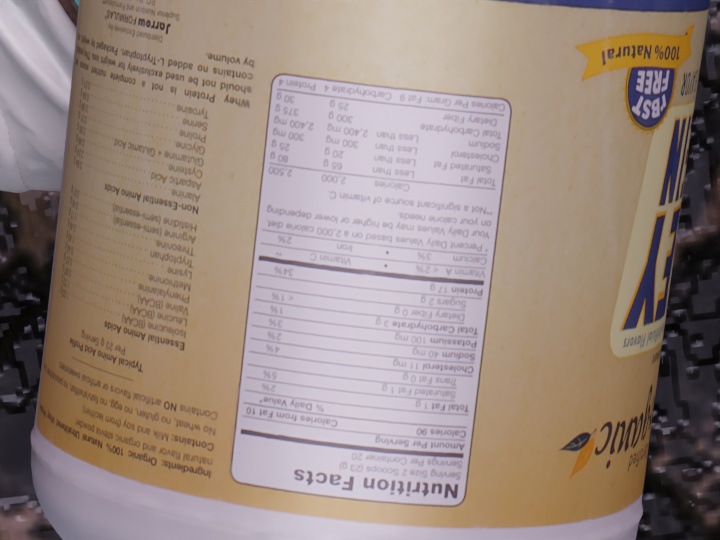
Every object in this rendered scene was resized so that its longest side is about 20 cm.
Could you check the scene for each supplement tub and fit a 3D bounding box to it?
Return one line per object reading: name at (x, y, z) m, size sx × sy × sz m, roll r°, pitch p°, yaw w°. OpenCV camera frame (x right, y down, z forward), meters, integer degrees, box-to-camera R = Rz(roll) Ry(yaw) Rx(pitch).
supplement tub at (0.000, 0.000, 0.690) m, size 0.144 × 0.144 × 0.201 m, roll 6°, pitch 99°, yaw -3°

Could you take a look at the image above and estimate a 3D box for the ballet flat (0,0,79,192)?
ballet flat at (-0.102, -0.099, 0.723) m, size 0.069 × 0.070 × 0.201 m, roll -19°, pitch 117°, yaw 8°
